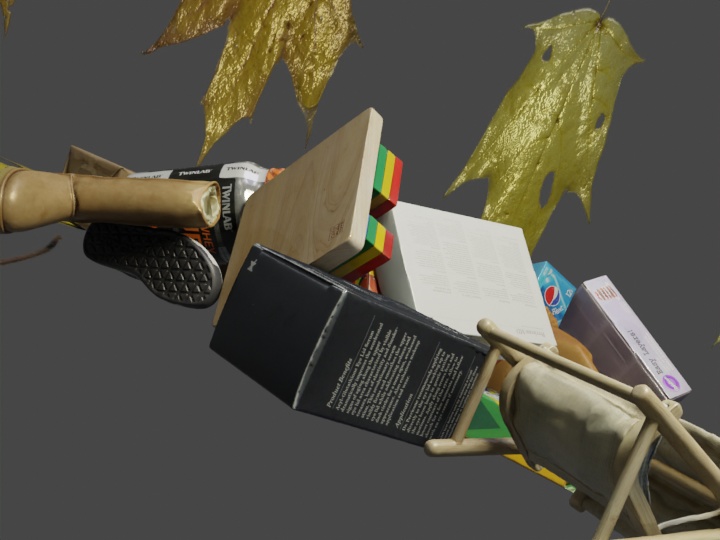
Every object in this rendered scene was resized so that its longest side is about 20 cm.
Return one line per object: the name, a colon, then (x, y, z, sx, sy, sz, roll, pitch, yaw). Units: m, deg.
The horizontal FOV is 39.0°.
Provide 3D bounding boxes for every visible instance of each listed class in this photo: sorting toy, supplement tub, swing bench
sorting toy: (-0.046, -0.037, 1.044, 0.070, 0.199, 0.200, 39, 38, -27)
supplement tub: (-0.182, -0.066, 1.225, 0.199, 0.123, 0.123, -6, -5, 11)
swing bench: (0.194, 0.148, 0.796, 0.200, 0.130, 0.199, 24, 1, -31)

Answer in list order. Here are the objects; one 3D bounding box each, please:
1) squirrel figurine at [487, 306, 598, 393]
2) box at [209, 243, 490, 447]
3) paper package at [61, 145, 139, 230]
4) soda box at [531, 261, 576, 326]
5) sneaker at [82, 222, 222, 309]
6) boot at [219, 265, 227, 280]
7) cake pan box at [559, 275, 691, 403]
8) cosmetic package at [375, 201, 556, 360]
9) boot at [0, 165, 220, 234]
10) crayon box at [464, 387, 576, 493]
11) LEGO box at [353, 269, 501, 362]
squirrel figurine: (0.240, 0.134, 1.266, 0.187, 0.141, 0.200, 34, 29, -50)
box: (-0.005, 0.070, 0.889, 0.200, 0.105, 0.148, 23, 2, -38)
paper package: (-0.335, -0.091, 1.526, 0.200, 0.104, 0.190, 22, 1, -43)
soda box: (0.194, 0.044, 1.386, 0.064, 0.068, 0.200, 41, -26, -21)
sneaker: (-0.216, -0.012, 1.119, 0.200, 0.072, 0.083, 25, 0, 30)
boot: (-0.084, 0.039, 1.301, 0.200, 0.077, 0.155, -1, -24, 44)
cake pan box: (0.323, 0.138, 1.347, 0.052, 0.184, 0.200, -16, 59, -29)
cosmetic package: (0.109, 0.015, 1.091, 0.200, 0.052, 0.151, 10, 54, -36)
boot: (-0.257, -0.072, 1.046, 0.199, 0.066, 0.175, 4, 14, 3)
crayon box: (0.181, 0.179, 1.094, 0.200, 0.052, 0.126, 25, 1, 25)
LEGO box: (0.049, 0.063, 1.155, 0.200, 0.077, 0.149, 24, -41, -27)
